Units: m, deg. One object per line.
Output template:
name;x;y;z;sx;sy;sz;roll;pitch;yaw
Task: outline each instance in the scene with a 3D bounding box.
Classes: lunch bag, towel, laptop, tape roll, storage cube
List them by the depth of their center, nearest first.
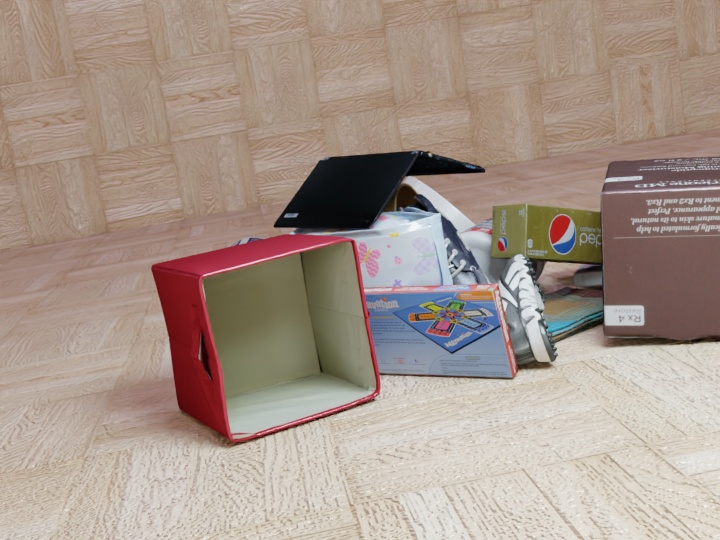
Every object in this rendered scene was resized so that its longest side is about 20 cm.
storage cube;-0.104;0.062;1.058;0.198;0.173;0.179;-15;10;-27
lunch bag;0.022;0.019;1.182;0.198;0.172;0.127;-4;15;34
laptop;0.025;-0.092;1.231;0.176;0.105;0.199;4;-3;45
towel;0.240;0.052;1.232;0.198;0.022;0.146;-16;13;-35
tape roll;0.139;-0.070;1.554;0.037;0.202;0.203;-49;13;0

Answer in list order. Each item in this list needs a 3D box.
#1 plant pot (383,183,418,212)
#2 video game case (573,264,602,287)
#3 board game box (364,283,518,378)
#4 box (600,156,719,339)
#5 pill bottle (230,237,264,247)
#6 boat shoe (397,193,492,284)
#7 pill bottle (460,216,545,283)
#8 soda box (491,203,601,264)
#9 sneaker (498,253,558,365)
plant pot;0.000;0.000;1.353;0.198;0.188;0.186;-17;7;22
video game case;0.399;-0.006;1.369;0.180;0.023;0.200;-5;5;21
board game box;0.069;0.066;1.073;0.198;0.104;0.019;-2;25;34
box;0.362;-0.031;1.123;0.164;0.166;0.200;-1;15;17
pill bottle;-0.173;0.010;1.570;0.111;0.114;0.200;-9;10;0
boat shoe;0.102;-0.008;1.214;0.074;0.093;0.201;-38;45;11
pill bottle;0.191;-0.015;1.371;0.115;0.117;0.200;-3;12;28
soda box;0.262;-0.045;1.274;0.198;0.069;0.064;3;-2;-36
sneaker;0.166;0.046;1.124;0.090;0.067;0.201;-20;27;13
